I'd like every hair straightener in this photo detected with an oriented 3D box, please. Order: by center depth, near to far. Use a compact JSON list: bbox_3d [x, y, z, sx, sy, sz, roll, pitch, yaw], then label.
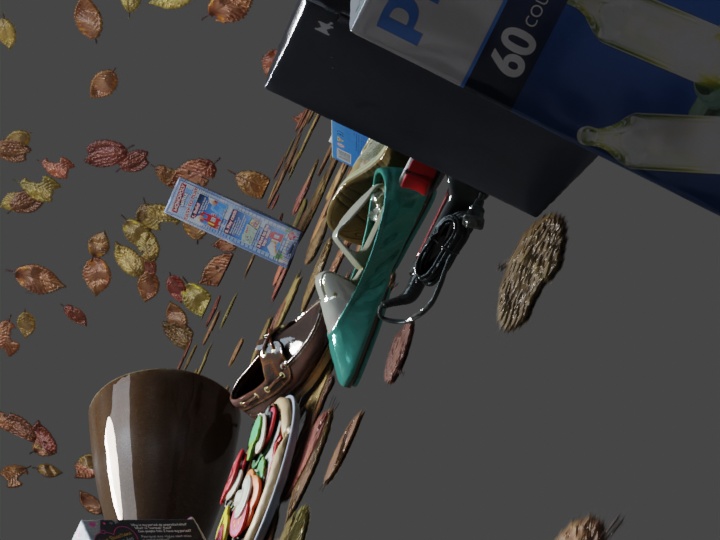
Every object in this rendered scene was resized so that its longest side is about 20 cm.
[{"bbox_3d":[0.066,-0.043,1.200,0.201,0.041,0.077,-59,9,15],"label":"hair straightener"}]

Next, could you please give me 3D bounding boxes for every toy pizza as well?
[{"bbox_3d":[-0.109,0.214,1.597,0.200,0.031,0.202,-158,89,-80],"label":"toy pizza"}]

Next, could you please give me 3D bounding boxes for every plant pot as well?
[{"bbox_3d":[-0.232,0.252,1.926,0.202,0.185,0.188,-94,26,-43],"label":"plant pot"}]

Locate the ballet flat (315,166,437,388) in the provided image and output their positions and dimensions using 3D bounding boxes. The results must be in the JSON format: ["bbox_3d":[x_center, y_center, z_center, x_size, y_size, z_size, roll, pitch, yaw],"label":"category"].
[{"bbox_3d":[0.000,0.000,1.417,0.067,0.070,0.202,143,150,-73],"label":"ballet flat"}]

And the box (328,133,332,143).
[{"bbox_3d":[0.008,-0.215,2.126,0.042,0.038,0.200,-68,8,-27],"label":"box"}]

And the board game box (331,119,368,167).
[{"bbox_3d":[0.037,-0.223,1.652,0.197,0.055,0.200,-62,-9,-17],"label":"board game box"}]

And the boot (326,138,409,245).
[{"bbox_3d":[0.043,-0.128,1.516,0.200,0.072,0.156,-52,16,42],"label":"boot"}]

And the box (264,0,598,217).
[{"bbox_3d":[0.070,-0.174,1.005,0.118,0.195,0.202,129,163,-63],"label":"box"}]

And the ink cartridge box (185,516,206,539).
[{"bbox_3d":[-0.241,0.328,1.677,0.199,0.037,0.095,-32,-24,-10],"label":"ink cartridge box"}]

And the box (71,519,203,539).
[{"bbox_3d":[-0.232,0.345,1.570,0.115,0.131,0.201,54,126,42],"label":"box"}]

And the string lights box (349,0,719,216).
[{"bbox_3d":[0.106,-0.069,0.436,0.059,0.198,0.104,-90,26,-72],"label":"string lights box"}]

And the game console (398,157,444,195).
[{"bbox_3d":[0.094,-0.165,1.249,0.201,0.031,0.178,-58,-8,-47],"label":"game console"}]

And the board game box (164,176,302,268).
[{"bbox_3d":[-0.195,-0.076,2.476,0.062,0.198,0.200,-65,8,1],"label":"board game box"}]

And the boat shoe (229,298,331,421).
[{"bbox_3d":[-0.075,0.092,1.653,0.201,0.070,0.071,-56,11,44],"label":"boat shoe"}]
